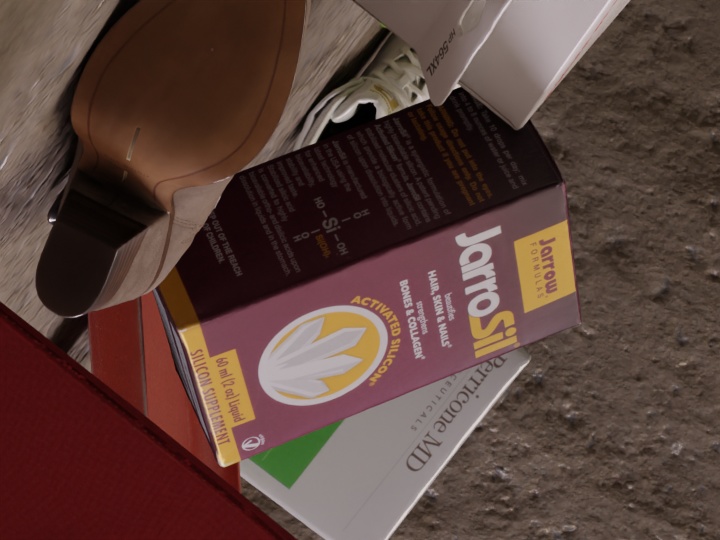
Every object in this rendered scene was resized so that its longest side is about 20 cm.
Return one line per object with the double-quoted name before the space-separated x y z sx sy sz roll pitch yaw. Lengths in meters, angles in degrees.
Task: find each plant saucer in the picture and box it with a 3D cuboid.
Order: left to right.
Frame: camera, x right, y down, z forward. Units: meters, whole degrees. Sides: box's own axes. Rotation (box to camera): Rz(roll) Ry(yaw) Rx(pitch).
"plant saucer" -0.104 0.080 1.389 0.200 0.036 0.201 -35 123 -78

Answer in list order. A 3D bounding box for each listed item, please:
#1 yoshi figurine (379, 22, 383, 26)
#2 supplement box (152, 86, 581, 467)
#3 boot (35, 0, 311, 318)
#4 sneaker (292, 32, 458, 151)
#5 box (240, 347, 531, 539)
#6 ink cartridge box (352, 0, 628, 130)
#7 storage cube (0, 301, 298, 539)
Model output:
"yoshi figurine" 0.073 -0.158 1.483 0.112 0.112 0.200 -45 174 1
"supplement box" 0.000 0.000 1.284 0.199 0.086 0.111 -21 139 -7
"boot" -0.065 -0.069 1.019 0.200 0.070 0.146 -53 -177 26
"sneaker" 0.030 -0.111 1.626 0.200 0.074 0.116 -51 179 3
"box" -0.008 0.071 1.897 0.199 0.171 0.200 -52 -171 5
"ink cartridge box" 0.086 -0.179 1.254 0.200 0.125 0.129 -49 175 -41
"storage cube" -0.135 0.100 0.811 0.171 0.179 0.200 -51 177 -5
